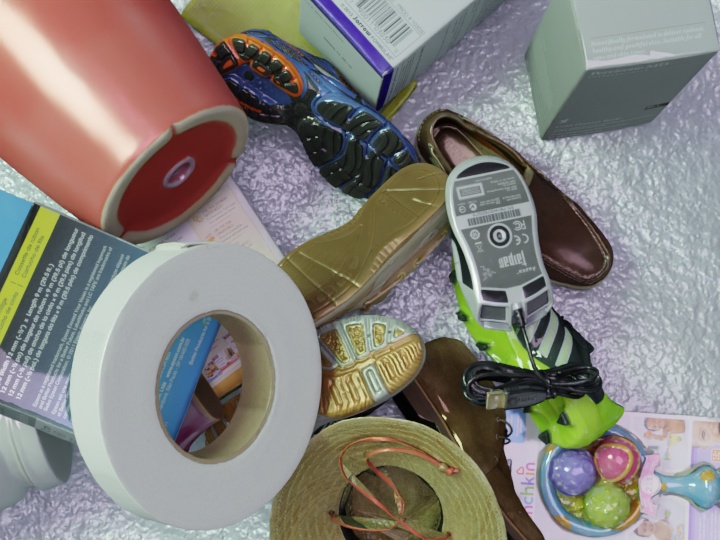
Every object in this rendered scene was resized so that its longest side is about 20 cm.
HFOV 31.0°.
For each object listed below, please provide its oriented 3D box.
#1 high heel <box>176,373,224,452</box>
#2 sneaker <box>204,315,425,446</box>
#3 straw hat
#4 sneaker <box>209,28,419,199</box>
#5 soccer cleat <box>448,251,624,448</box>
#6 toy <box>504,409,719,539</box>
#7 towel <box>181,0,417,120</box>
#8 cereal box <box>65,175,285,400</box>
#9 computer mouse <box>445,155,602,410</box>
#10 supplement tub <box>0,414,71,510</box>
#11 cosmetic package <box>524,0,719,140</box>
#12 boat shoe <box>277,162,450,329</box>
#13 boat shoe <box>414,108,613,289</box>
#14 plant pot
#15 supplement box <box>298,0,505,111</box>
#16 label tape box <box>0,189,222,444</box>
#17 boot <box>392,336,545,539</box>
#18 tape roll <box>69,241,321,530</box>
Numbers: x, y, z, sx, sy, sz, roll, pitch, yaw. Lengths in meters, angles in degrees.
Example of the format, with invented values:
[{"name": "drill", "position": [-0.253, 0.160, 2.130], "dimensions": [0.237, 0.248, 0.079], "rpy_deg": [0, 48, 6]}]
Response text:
[{"name": "high heel", "position": [-0.194, 0.065, 1.032], "dimensions": [0.096, 0.067, 0.200], "rpy_deg": [-38, 85, 19]}, {"name": "sneaker", "position": [-0.028, 0.100, 1.028], "dimensions": [0.200, 0.088, 0.076], "rpy_deg": [-30, 65, 19]}, {"name": "straw hat", "position": [0.028, 0.186, 1.034], "dimensions": [0.200, 0.085, 0.202], "rpy_deg": [3, 113, 8]}, {"name": "sneaker", "position": [-0.028, -0.136, 1.064], "dimensions": [0.200, 0.079, 0.075], "rpy_deg": [39, 122, -12]}, {"name": "soccer cleat", "position": [0.142, 0.054, 1.071], "dimensions": [0.081, 0.068, 0.200], "rpy_deg": [-15, 68, -39]}, {"name": "toy", "position": [0.213, 0.172, 1.064], "dimensions": [0.199, 0.047, 0.116], "rpy_deg": [4, 82, -1]}, {"name": "towel", "position": [-0.053, -0.190, 1.111], "dimensions": [0.200, 0.018, 0.086], "rpy_deg": [39, 84, 3]}, {"name": "cereal box", "position": [-0.138, 0.002, 1.078], "dimensions": [0.144, 0.040, 0.200], "rpy_deg": [-33, 85, -3]}, {"name": "computer mouse", "position": [0.115, 0.009, 1.015], "dimensions": [0.109, 0.044, 0.201], "rpy_deg": [-10, 80, -10]}, {"name": "supplement tub", "position": [-0.340, 0.129, 1.011], "dimensions": [0.199, 0.140, 0.141], "rpy_deg": [-13, 84, -2]}, {"name": "cosmetic package", "position": [0.200, -0.173, 1.023], "dimensions": [0.106, 0.200, 0.091], "rpy_deg": [-9, 84, -1]}, {"name": "boat shoe", "position": [0.000, 0.000, 1.043], "dimensions": [0.200, 0.069, 0.074], "rpy_deg": [-38, 55, -9]}, {"name": "boat shoe", "position": [0.126, -0.057, 1.072], "dimensions": [0.202, 0.075, 0.075], "rpy_deg": [37, 85, 3]}, {"name": "plant pot", "position": [-0.193, -0.129, 0.995], "dimensions": [0.200, 0.200, 0.177], "rpy_deg": [-43, 74, -5]}, {"name": "supplement box", "position": [0.055, -0.241, 1.066], "dimensions": [0.200, 0.103, 0.101], "rpy_deg": [-41, 84, -10]}, {"name": "label tape box", "position": [-0.211, 0.044, 0.943], "dimensions": [0.199, 0.066, 0.144], "rpy_deg": [23, 73, -8]}, {"name": "boot", "position": [0.101, 0.143, 1.053], "dimensions": [0.075, 0.074, 0.200], "rpy_deg": [-30, 78, -14]}, {"name": "tape roll", "position": [-0.111, 0.079, 0.911], "dimensions": [0.202, 0.037, 0.204], "rpy_deg": [-1, 92, -44]}]
